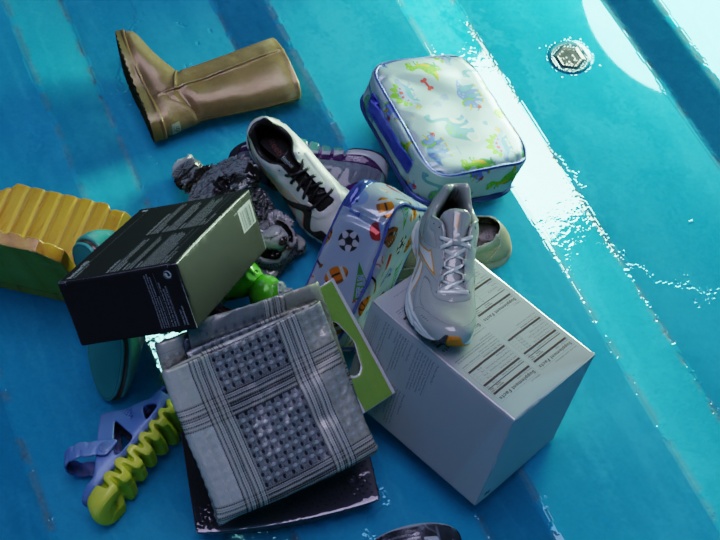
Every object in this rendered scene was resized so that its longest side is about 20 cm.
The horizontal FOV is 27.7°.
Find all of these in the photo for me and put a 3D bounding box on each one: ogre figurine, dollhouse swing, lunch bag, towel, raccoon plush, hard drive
[{"bbox_3d":[-0.162,0.032,1.667,0.200,0.098,0.120,36,90,31],"label":"ogre figurine"},{"bbox_3d":[-0.387,-0.060,1.685,0.199,0.176,0.182,12,58,7],"label":"dollhouse swing"},{"bbox_3d":[0.000,0.000,1.646,0.075,0.160,0.201,28,96,14],"label":"lunch bag"},{"bbox_3d":[-0.094,0.130,1.484,0.192,0.035,0.201,-21,92,-20],"label":"towel"},{"bbox_3d":[-0.141,-0.073,1.773,0.097,0.134,0.200,-38,31,1],"label":"raccoon plush"},{"bbox_3d":[-0.088,0.219,1.590,0.199,0.042,0.135,-9,58,-8],"label":"hard drive"},{"bbox_3d":[0.097,-0.175,1.810,0.160,0.083,0.200,-12,58,-29],"label":"lunch bag"}]

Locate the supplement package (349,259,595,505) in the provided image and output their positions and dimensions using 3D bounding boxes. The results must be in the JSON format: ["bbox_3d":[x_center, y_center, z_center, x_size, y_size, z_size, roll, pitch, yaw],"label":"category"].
[{"bbox_3d":[0.115,0.111,1.584,0.200,0.152,0.150,39,48,21],"label":"supplement package"}]

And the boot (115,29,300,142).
[{"bbox_3d":[-0.200,-0.261,1.889,0.199,0.066,0.176,-20,72,-13],"label":"boot"}]

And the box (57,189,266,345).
[{"bbox_3d":[-0.204,-0.006,1.535,0.141,0.079,0.200,-6,22,22],"label":"box"}]

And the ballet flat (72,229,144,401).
[{"bbox_3d":[-0.270,0.047,1.631,0.067,0.201,0.070,11,26,38],"label":"ballet flat"}]

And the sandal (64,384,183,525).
[{"bbox_3d":[-0.251,0.177,1.595,0.087,0.080,0.200,29,59,20],"label":"sandal"}]

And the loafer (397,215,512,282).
[{"bbox_3d":[0.084,-0.037,1.745,0.199,0.068,0.076,-8,57,-6],"label":"loafer"}]

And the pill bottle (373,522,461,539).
[{"bbox_3d":[0.071,0.365,1.463,0.106,0.106,0.201,-9,58,-7],"label":"pill bottle"}]

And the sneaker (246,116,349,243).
[{"bbox_3d":[-0.069,-0.102,1.721,0.074,0.080,0.200,-44,83,-1],"label":"sneaker"}]

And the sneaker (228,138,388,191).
[{"bbox_3d":[-0.066,-0.109,1.787,0.199,0.075,0.088,4,62,0],"label":"sneaker"}]

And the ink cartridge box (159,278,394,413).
[{"bbox_3d":[-0.086,0.121,1.546,0.200,0.076,0.148,-31,95,-20],"label":"ink cartridge box"}]

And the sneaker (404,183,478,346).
[{"bbox_3d":[0.090,-0.012,1.521,0.075,0.092,0.201,7,45,-11],"label":"sneaker"}]
